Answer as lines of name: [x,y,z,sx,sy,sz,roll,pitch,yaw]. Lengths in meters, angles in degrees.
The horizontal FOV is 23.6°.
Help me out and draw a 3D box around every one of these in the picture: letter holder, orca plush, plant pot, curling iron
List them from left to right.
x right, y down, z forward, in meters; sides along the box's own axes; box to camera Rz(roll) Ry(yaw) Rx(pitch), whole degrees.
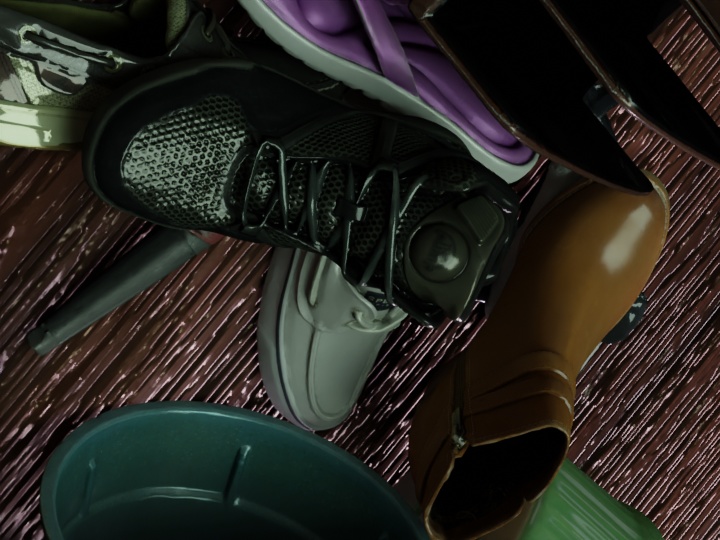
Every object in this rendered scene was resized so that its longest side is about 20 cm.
plant pot: [-0.083,0.204,0.858,0.199,0.200,0.198,-3,124,-39]
curling iron: [-0.072,-0.020,0.813,0.199,0.050,0.026,-30,121,-1]
orca plush: [0.110,-0.024,0.987,0.104,0.071,0.202,-2,114,12]
letter holder: [0.134,-0.083,0.790,0.100,0.143,0.200,-41,159,17]

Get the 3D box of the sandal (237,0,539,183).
sandal: [0.019,-0.116,0.803,0.202,0.083,0.050,32,135,-31]

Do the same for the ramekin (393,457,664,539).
ramekin: [0.065,0.183,0.954,0.098,0.200,0.200,44,83,-18]

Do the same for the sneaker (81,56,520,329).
sneaker: [-0.013,-0.033,0.720,0.198,0.114,0.077,12,105,-33]

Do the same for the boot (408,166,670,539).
boot: [0.093,0.043,0.888,0.077,0.155,0.200,42,105,-9]

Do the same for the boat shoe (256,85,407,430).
boat shoe: [0.000,0.000,0.884,0.071,0.066,0.202,-3,116,-39]

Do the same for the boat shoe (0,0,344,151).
boat shoe: [-0.087,-0.091,0.754,0.199,0.072,0.067,-4,123,-34]
